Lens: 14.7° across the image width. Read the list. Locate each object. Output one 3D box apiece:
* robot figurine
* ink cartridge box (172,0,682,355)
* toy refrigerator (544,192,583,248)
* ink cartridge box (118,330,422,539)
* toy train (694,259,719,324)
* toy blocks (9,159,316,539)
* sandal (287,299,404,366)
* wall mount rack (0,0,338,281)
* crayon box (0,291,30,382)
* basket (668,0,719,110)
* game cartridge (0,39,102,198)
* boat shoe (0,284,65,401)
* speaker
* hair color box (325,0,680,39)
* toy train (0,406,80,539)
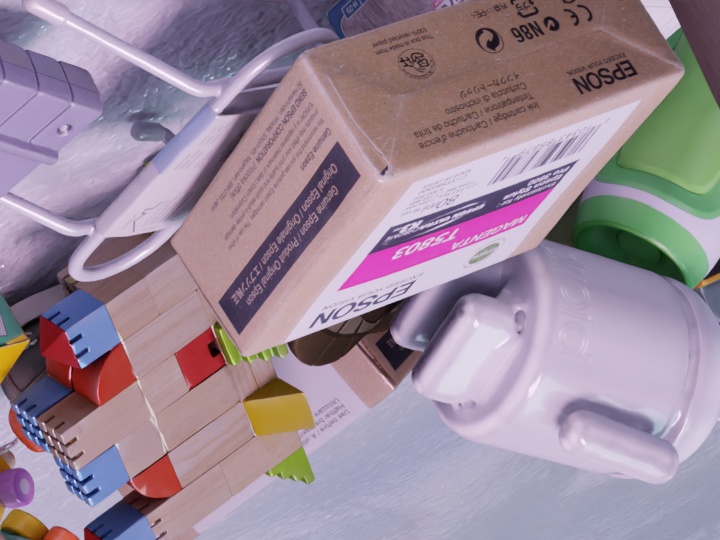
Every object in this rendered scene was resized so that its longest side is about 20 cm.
[{"bbox_3d":[0.116,0.048,1.496,0.199,0.170,0.113,15,126,-31],"label":"robot figurine"},{"bbox_3d":[0.032,-0.054,1.330,0.200,0.075,0.165,-21,160,-36],"label":"ink cartridge box"},{"bbox_3d":[0.139,-0.030,1.636,0.200,0.076,0.070,-29,147,-23],"label":"toy refrigerator"},{"bbox_3d":[-0.040,0.064,1.679,0.200,0.075,0.165,-37,-176,30],"label":"ink cartridge box"},{"bbox_3d":[0.200,-0.015,1.808,0.085,0.114,0.200,-23,-178,-20],"label":"toy train"},{"bbox_3d":[-0.117,0.065,1.465,0.137,0.100,0.201,-35,126,-23],"label":"toy blocks"},{"bbox_3d":[0.000,0.000,1.499,0.082,0.055,0.200,-48,172,21],"label":"sandal"},{"bbox_3d":[-0.109,-0.072,1.310,0.173,0.075,0.200,-13,155,-49],"label":"wall mount rack"},{"bbox_3d":[-0.294,0.082,1.451,0.199,0.058,0.173,-16,158,-38],"label":"crayon box"},{"bbox_3d":[0.172,-0.191,1.203,0.136,0.200,0.180,-18,160,-35],"label":"basket"},{"bbox_3d":[-0.225,-0.037,1.236,0.200,0.038,0.129,-38,152,28],"label":"game cartridge"},{"bbox_3d":[-0.116,0.026,1.565,0.201,0.060,0.072,-23,162,-29],"label":"boat shoe"},{"bbox_3d":[0.194,-0.082,1.580,0.200,0.088,0.089,-60,175,-24],"label":"speaker"},{"bbox_3d":[0.086,-0.138,1.441,0.100,0.061,0.200,-41,159,32],"label":"hair color box"},{"bbox_3d":[-0.186,0.116,1.562,0.150,0.200,0.056,-31,124,7],"label":"toy train"}]
